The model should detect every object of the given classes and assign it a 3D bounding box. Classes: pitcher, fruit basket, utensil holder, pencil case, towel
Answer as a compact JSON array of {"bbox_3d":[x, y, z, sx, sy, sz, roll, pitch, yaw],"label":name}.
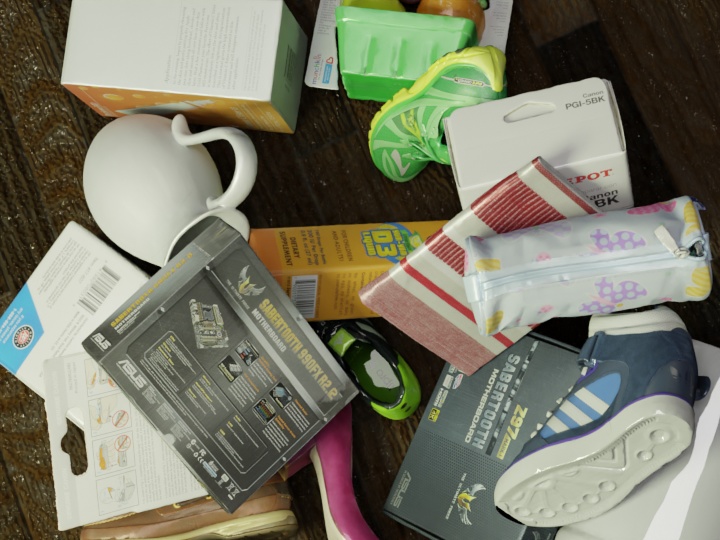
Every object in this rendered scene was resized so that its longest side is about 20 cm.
[{"bbox_3d":[-0.164,-0.079,1.495,0.200,0.120,0.173,48,119,44],"label":"pitcher"},{"bbox_3d":[0.052,-0.252,1.554,0.183,0.094,0.202,6,67,9],"label":"fruit basket"},{"bbox_3d":[0.275,0.173,1.400,0.168,0.170,0.202,21,83,12],"label":"utensil holder"},{"bbox_3d":[0.180,-0.002,1.319,0.198,0.091,0.084,-9,105,3],"label":"pencil case"},{"bbox_3d":[0.115,-0.002,1.388,0.199,0.144,0.023,-38,37,24],"label":"towel"}]

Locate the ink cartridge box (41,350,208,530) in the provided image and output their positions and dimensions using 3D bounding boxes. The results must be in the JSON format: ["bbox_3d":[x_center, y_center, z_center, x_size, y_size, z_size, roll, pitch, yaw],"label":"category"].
[{"bbox_3d":[-0.178,0.123,1.433,0.198,0.050,0.163,-11,111,-24],"label":"ink cartridge box"}]

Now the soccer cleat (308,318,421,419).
[{"bbox_3d":[-0.022,0.056,1.507,0.200,0.081,0.068,43,89,13],"label":"soccer cleat"}]

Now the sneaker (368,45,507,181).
[{"bbox_3d":[0.067,-0.123,1.469,0.073,0.200,0.084,-3,68,-27],"label":"sneaker"}]

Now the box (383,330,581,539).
[{"bbox_3d":[0.122,0.151,1.448,0.157,0.051,0.202,20,85,45],"label":"box"}]

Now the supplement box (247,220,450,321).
[{"bbox_3d":[0.000,0.000,1.480,0.198,0.069,0.067,-2,41,-13],"label":"supplement box"}]

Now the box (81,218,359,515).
[{"bbox_3d":[-0.115,0.083,1.399,0.158,0.048,0.201,-43,122,-11],"label":"box"}]

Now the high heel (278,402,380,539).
[{"bbox_3d":[0.002,0.204,1.488,0.095,0.068,0.200,-30,66,-20],"label":"high heel"}]

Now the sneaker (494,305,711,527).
[{"bbox_3d":[0.192,0.109,1.352,0.200,0.080,0.147,-37,31,35],"label":"sneaker"}]

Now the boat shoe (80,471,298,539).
[{"bbox_3d":[-0.158,0.222,1.513,0.198,0.072,0.068,-9,71,0],"label":"boat shoe"}]

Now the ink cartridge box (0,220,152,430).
[{"bbox_3d":[-0.224,0.074,1.535,0.199,0.084,0.147,36,87,12],"label":"ink cartridge box"}]

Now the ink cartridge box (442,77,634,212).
[{"bbox_3d":[0.161,-0.058,1.429,0.145,0.201,0.084,-12,55,7],"label":"ink cartridge box"}]

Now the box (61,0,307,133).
[{"bbox_3d":[-0.161,-0.197,1.547,0.198,0.124,0.099,6,82,10],"label":"box"}]
